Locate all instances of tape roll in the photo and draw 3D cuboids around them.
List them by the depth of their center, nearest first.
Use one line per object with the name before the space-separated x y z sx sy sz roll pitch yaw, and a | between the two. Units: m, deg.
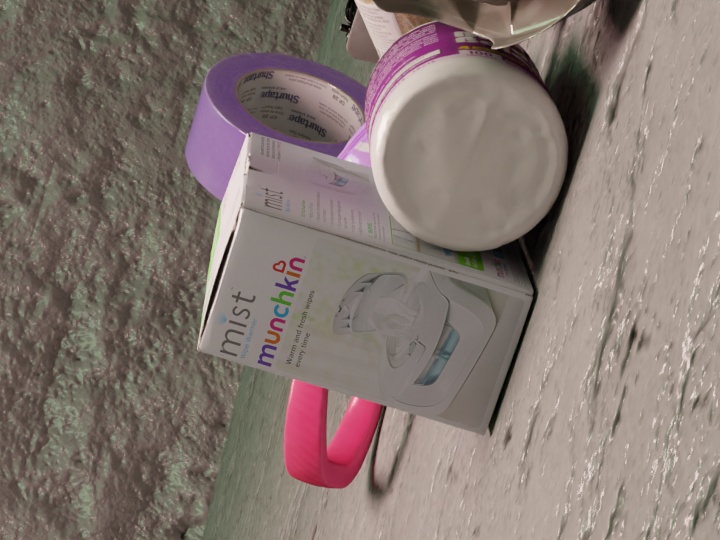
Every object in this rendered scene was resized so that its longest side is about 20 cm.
tape roll | -0.071 -0.132 2.214 0.200 0.200 0.085 -84 11 -58

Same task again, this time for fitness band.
fitness band | -0.014 0.091 1.637 0.200 0.037 0.144 33 -111 -76

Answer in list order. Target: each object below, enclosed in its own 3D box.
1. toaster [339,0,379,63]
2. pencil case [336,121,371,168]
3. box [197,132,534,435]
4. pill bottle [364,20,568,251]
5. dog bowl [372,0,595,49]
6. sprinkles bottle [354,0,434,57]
toaster | 0.061 -0.263 1.704 0.200 0.118 0.181 -87 14 -63
pencil case | 0.010 -0.056 1.456 0.200 0.085 0.084 -50 25 3
box | 0.000 0.000 1.321 0.200 0.176 0.097 -98 24 -74
pill bottle | 0.059 -0.089 1.310 0.200 0.112 0.112 -97 23 -73
dog bowl | 0.076 -0.222 1.215 0.059 0.200 0.200 -12 -54 -52
sprinkles bottle | 0.031 -0.192 1.575 0.068 0.068 0.200 -80 -26 -44
